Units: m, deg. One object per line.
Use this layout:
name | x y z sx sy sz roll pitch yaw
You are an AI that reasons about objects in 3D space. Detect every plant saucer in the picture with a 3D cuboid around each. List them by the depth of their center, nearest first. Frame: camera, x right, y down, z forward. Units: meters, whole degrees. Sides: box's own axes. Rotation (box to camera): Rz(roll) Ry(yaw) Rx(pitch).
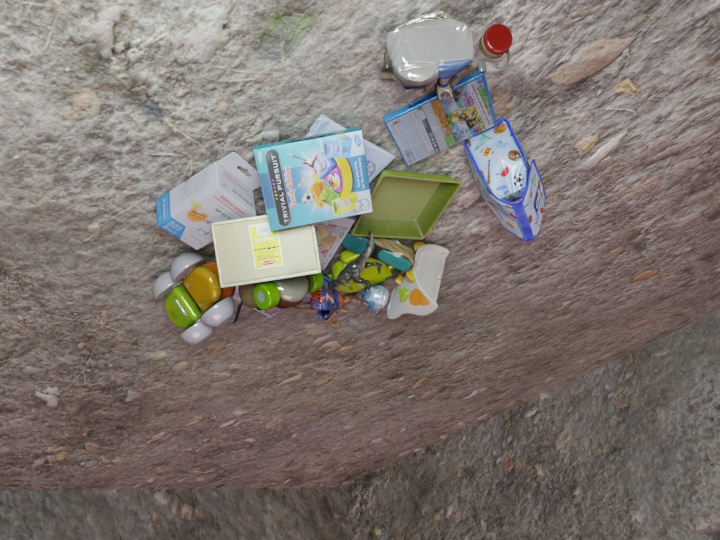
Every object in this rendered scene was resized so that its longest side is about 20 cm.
plant saucer | 0.094 -0.152 1.229 0.197 0.049 0.201 1 145 -24

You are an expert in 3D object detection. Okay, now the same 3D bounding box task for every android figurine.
android figurine | 0.006 -0.004 1.430 0.197 0.042 0.182 -24 148 13

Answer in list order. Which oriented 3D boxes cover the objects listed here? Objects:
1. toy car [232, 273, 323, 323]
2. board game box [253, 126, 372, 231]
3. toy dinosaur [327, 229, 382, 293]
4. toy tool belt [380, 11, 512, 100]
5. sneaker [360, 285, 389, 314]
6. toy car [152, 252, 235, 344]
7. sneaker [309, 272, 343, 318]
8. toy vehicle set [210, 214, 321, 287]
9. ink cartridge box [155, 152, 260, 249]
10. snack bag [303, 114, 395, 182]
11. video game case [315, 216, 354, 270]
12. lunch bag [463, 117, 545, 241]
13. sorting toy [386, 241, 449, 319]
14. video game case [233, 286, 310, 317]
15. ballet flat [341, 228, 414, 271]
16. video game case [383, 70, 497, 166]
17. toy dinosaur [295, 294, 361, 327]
toy car | -0.209 0.049 1.215 0.163 0.159 0.200 -20 157 -49
board game box | -0.085 -0.168 1.023 0.196 0.047 0.154 -12 112 -5
toy dinosaur | 0.000 0.000 1.304 0.087 0.048 0.200 28 122 -21
toy tool belt | 0.133 -0.346 0.901 0.196 0.127 0.123 -9 180 -4
sneaker | 0.036 0.076 1.523 0.071 0.073 0.200 20 170 1
toy car | -0.365 0.054 1.284 0.199 0.176 0.150 -37 179 32
sneaker | -0.097 0.063 1.411 0.075 0.079 0.201 23 158 28
toy vehicle set | -0.182 -0.044 1.076 0.196 0.127 0.027 -8 -178 -6
ink cartridge box | -0.285 -0.132 1.081 0.198 0.069 0.115 -27 147 18
snack bag | -0.059 -0.206 1.105 0.198 0.022 0.188 19 135 -38
video game case | -0.131 -0.075 1.261 0.179 0.023 0.201 9 142 -23
lunch bag | 0.305 -0.176 1.133 0.122 0.203 0.170 -24 147 16
sorting toy | 0.129 0.040 1.439 0.106 0.202 0.180 31 135 -10
video game case | -0.222 0.049 1.435 0.180 0.023 0.200 -26 147 18
ballet flat | 0.039 -0.059 1.328 0.197 0.064 0.069 25 137 -8
video game case | 0.157 -0.289 1.070 0.197 0.018 0.143 -23 147 13
toy dinosaur | -0.098 0.107 1.566 0.197 0.061 0.108 -13 125 -13
